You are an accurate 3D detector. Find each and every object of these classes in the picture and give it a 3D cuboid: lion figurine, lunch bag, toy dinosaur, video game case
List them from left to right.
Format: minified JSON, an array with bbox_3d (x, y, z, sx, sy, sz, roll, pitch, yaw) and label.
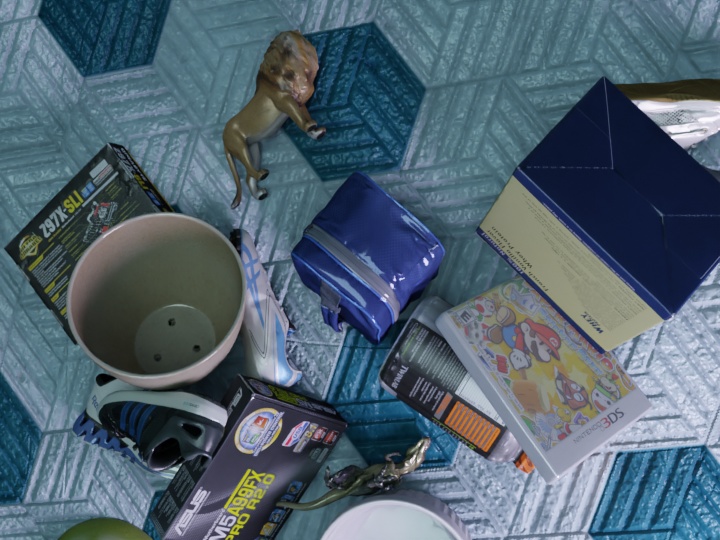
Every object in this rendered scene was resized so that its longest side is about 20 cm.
[{"bbox_3d":[-0.115,-0.180,1.123,0.199,0.072,0.123,-41,76,15],"label":"lion figurine"},{"bbox_3d":[-0.004,0.240,1.080,0.196,0.088,0.048,-18,75,-6],"label":"toy dinosaur"},{"bbox_3d":[0.000,0.000,1.044,0.135,0.200,0.133,40,81,10],"label":"lunch bag"},{"bbox_3d":[0.197,0.100,1.003,0.201,0.180,0.023,55,139,17],"label":"video game case"}]

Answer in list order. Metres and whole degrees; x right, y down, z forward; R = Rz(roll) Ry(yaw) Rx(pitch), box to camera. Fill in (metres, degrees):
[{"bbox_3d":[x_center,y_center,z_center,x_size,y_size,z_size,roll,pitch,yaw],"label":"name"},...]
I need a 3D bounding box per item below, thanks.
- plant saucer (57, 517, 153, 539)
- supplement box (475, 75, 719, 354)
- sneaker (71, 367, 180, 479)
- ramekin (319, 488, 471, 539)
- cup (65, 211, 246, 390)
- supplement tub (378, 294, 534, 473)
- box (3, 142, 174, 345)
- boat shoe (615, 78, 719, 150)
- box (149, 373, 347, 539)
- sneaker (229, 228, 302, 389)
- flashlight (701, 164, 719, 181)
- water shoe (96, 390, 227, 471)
[{"bbox_3d":[-0.329,0.422,1.209,0.195,0.031,0.205,0,91,12],"label":"plant saucer"},{"bbox_3d":[0.247,-0.046,0.964,0.200,0.200,0.134,44,76,8],"label":"supplement box"},{"bbox_3d":[-0.257,0.174,1.159,0.196,0.080,0.118,18,98,13],"label":"sneaker"},{"bbox_3d":[0.046,0.349,1.086,0.196,0.105,0.205,0,92,12],"label":"ramekin"},{"bbox_3d":[-0.223,0.056,1.093,0.195,0.144,0.204,0,62,-1],"label":"cup"},{"bbox_3d":[0.128,0.128,1.052,0.198,0.122,0.124,33,98,9],"label":"supplement tub"},{"bbox_3d":[-0.327,-0.031,1.185,0.200,0.049,0.160,-42,81,11],"label":"box"},{"bbox_3d":[0.349,-0.165,1.029,0.195,0.071,0.071,0,118,5],"label":"boat shoe"},{"bbox_3d":[-0.127,0.231,1.096,0.202,0.159,0.044,-57,45,7],"label":"box"},{"bbox_3d":[-0.121,0.047,1.140,0.071,0.072,0.204,-9,80,-28],"label":"sneaker"},{"bbox_3d":[0.404,-0.088,1.018,0.195,0.069,0.069,4,51,7],"label":"flashlight"},{"bbox_3d":[-0.234,0.180,1.047,0.197,0.071,0.080,-10,56,39],"label":"water shoe"}]
